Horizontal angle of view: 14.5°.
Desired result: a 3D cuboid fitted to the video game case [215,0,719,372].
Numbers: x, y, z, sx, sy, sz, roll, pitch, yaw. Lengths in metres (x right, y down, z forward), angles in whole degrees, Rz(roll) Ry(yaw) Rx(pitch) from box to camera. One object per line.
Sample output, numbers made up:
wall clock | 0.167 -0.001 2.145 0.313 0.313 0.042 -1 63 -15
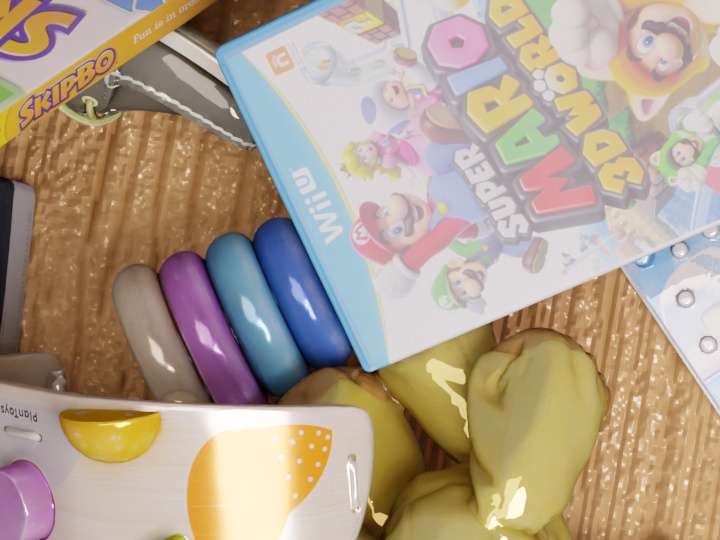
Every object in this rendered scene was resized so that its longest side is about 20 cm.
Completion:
video game case | 0.059 -0.061 1.084 0.200 0.018 0.143 -24 95 21

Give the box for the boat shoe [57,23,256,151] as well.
boat shoe | -0.122 -0.098 1.223 0.202 0.072 0.060 30 92 17

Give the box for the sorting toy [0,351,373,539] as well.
sorting toy | -0.102 0.132 1.103 0.200 0.107 0.180 6 96 47

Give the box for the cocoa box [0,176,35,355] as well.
cocoa box | -0.258 0.011 1.207 0.200 0.131 0.133 7 87 11

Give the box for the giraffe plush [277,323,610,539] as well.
giraffe plush | 0.061 0.128 1.139 0.173 0.162 0.200 -41 41 2

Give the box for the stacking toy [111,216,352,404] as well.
stacking toy | 0.000 0.000 1.196 0.200 0.085 0.085 -24 82 0

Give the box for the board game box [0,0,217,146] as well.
board game box | -0.125 -0.121 1.173 0.200 0.030 0.096 -38 62 -21

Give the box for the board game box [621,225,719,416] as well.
board game box | 0.228 -0.002 1.175 0.200 0.026 0.200 -34 81 6
